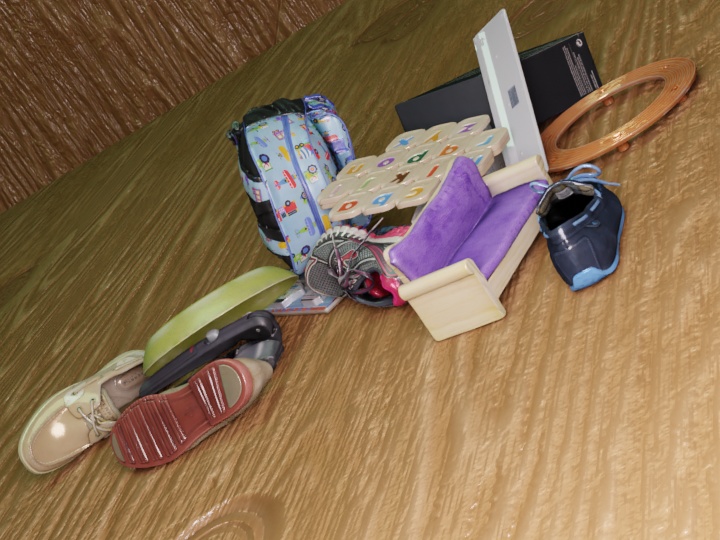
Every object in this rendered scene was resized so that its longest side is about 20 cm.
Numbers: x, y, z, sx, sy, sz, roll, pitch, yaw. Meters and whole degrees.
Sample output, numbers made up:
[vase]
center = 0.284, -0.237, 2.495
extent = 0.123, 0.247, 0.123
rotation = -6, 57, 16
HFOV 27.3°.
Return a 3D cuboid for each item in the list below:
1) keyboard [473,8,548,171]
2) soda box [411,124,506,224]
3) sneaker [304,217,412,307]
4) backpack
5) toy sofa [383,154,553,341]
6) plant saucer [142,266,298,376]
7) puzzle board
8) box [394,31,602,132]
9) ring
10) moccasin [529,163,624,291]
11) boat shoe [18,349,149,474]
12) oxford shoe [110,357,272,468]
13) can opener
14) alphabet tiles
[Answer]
[keyboard]
center = 0.158, -0.179, 1.565
extent = 0.011, 0.201, 0.056
rotation = 7, -30, -37
[soda box]
center = 0.111, -0.082, 1.553
extent = 0.068, 0.064, 0.200
rotation = -27, 17, 23
[sneaker]
center = 0.000, 0.000, 1.513
extent = 0.075, 0.081, 0.200
rotation = -46, 20, -28
[backpack]
center = -0.064, -0.096, 1.668
extent = 0.134, 0.183, 0.200
rotation = -19, 17, -1
[toy sofa]
center = 0.109, -0.035, 1.368
extent = 0.083, 0.098, 0.200
rotation = -21, 21, 38
[plant saucer]
center = -0.158, 0.049, 1.612
extent = 0.200, 0.031, 0.200
rotation = -34, -5, -3
[puzzle board]
center = -0.039, -0.001, 1.704
extent = 0.151, 0.017, 0.200
rotation = -43, 18, -25
[box]
center = 0.158, -0.199, 1.714
extent = 0.141, 0.079, 0.200
rotation = -25, 8, -34
[ring]
center = 0.264, -0.159, 1.548
extent = 0.200, 0.019, 0.201
rotation = -32, 18, 11
[moccasin]
center = 0.193, -0.054, 1.304
extent = 0.080, 0.068, 0.200
rotation = -31, 17, 12
[boat shoe]
center = -0.301, 0.157, 1.683
extent = 0.200, 0.072, 0.065
rotation = -38, 15, -29
[oxford shoe]
center = -0.169, 0.146, 1.497
extent = 0.200, 0.071, 0.075
rotation = -27, -9, 30
[can opener]
center = -0.162, 0.099, 1.581
extent = 0.199, 0.064, 0.079
rotation = -24, 20, 31
[alphabet tiles]
center = 0.055, -0.106, 1.545
extent = 0.199, 0.015, 0.196
rotation = -9, 25, 31
